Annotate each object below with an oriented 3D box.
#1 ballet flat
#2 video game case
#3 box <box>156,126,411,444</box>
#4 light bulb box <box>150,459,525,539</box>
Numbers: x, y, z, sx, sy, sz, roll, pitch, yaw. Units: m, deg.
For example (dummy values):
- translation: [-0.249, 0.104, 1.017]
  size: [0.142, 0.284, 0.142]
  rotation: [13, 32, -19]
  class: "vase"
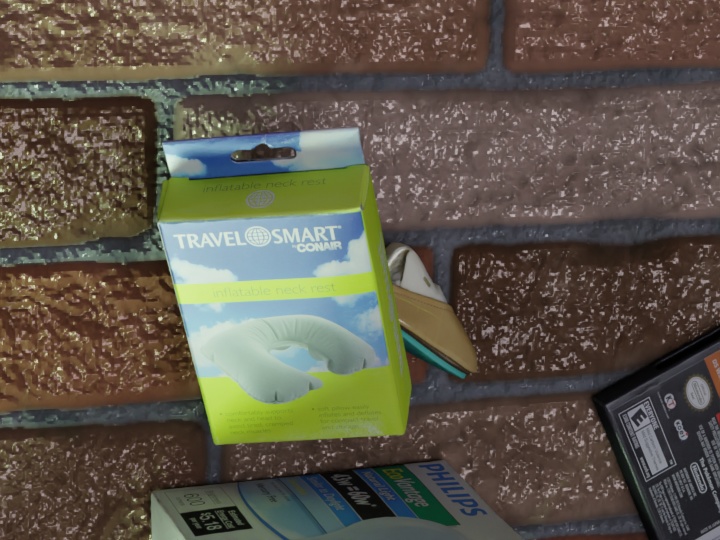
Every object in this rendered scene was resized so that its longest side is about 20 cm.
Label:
- translation: [0.000, 0.000, 1.425]
  size: [0.199, 0.069, 0.063]
  rotation: [28, 87, -24]
  class: "ballet flat"
- translation: [0.268, 0.129, 1.573]
  size: [0.180, 0.025, 0.201]
  rotation: [-28, 110, -11]
  class: "video game case"
- translation: [-0.043, 0.013, 1.365]
  size: [0.121, 0.048, 0.201]
  rotation: [-4, 130, 9]
  class: "box"
- translation: [-0.007, 0.210, 1.404]
  size: [0.199, 0.198, 0.126]
  rotation: [-5, 107, -19]
  class: "light bulb box"
